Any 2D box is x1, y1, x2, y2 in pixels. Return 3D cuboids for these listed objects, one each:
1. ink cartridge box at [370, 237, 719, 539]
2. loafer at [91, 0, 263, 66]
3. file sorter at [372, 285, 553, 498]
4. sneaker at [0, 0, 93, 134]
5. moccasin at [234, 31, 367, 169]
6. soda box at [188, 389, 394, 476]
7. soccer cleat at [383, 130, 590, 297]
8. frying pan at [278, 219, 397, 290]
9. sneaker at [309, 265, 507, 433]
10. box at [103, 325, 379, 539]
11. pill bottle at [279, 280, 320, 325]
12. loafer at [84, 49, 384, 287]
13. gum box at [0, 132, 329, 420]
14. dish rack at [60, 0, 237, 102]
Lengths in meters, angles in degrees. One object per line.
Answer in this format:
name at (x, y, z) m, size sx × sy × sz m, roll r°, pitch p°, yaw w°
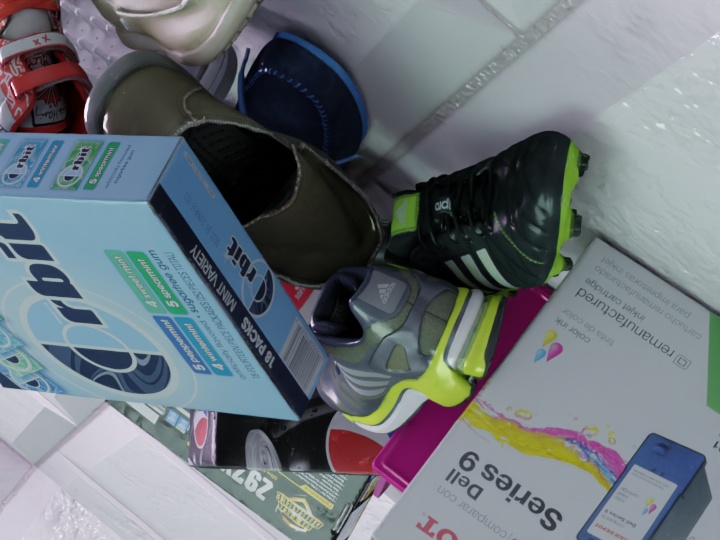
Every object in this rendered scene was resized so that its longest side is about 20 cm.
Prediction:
ink cartridge box at (0.117, 0.109, 1.058) m, size 0.145 × 0.200 × 0.088 m, roll 35°, pitch 163°, yaw 14°
loafer at (-0.097, -0.149, 1.060) m, size 0.068 × 0.076 × 0.200 m, roll 39°, pitch 165°, yaw -22°
file sorter at (0.123, 0.127, 1.208) m, size 0.200 × 0.139 × 0.125 m, roll 37°, pitch 166°, yaw 7°
sneaker at (-0.175, -0.143, 1.111) m, size 0.108 × 0.067 × 0.202 m, roll 45°, pitch 136°, yaw 39°
moccasin at (-0.042, -0.061, 1.179) m, size 0.080 × 0.068 × 0.200 m, roll 36°, pitch 161°, yaw 11°
soda box at (-0.005, 0.098, 1.344) m, size 0.199 × 0.064 × 0.071 m, roll 4°, pitch 174°, yaw -19°
soccer cleat at (0.058, -0.023, 1.049) m, size 0.081 × 0.068 × 0.200 m, roll 10°, pitch 166°, yaw -8°
frying pan at (-0.016, -0.001, 1.256) m, size 0.114 × 0.031 × 0.190 m, roll 4°, pitch 166°, yaw -14°
sneaker at (0.010, 0.032, 1.116) m, size 0.081 × 0.074 × 0.200 m, roll 28°, pitch 160°, yaw -10°
box at (-0.065, 0.081, 1.472) m, size 0.200 × 0.049 × 0.160 m, roll 34°, pitch 122°, yaw 12°
pill bottle at (-0.112, -0.041, 1.308) m, size 0.111 × 0.111 × 0.200 m, roll 16°, pitch 152°, yaw 52°
loafer at (-0.055, -0.037, 1.067) m, size 0.200 × 0.075 × 0.070 m, roll 30°, pitch -171°, yaw -43°
gum box at (-0.138, 0.001, 1.065) m, size 0.199 × 0.045 × 0.170 m, roll 3°, pitch 143°, yaw 32°
dish rack at (-0.161, -0.089, 1.197) m, size 0.200 × 0.172 × 0.044 m, roll 30°, pitch 178°, yaw 39°
